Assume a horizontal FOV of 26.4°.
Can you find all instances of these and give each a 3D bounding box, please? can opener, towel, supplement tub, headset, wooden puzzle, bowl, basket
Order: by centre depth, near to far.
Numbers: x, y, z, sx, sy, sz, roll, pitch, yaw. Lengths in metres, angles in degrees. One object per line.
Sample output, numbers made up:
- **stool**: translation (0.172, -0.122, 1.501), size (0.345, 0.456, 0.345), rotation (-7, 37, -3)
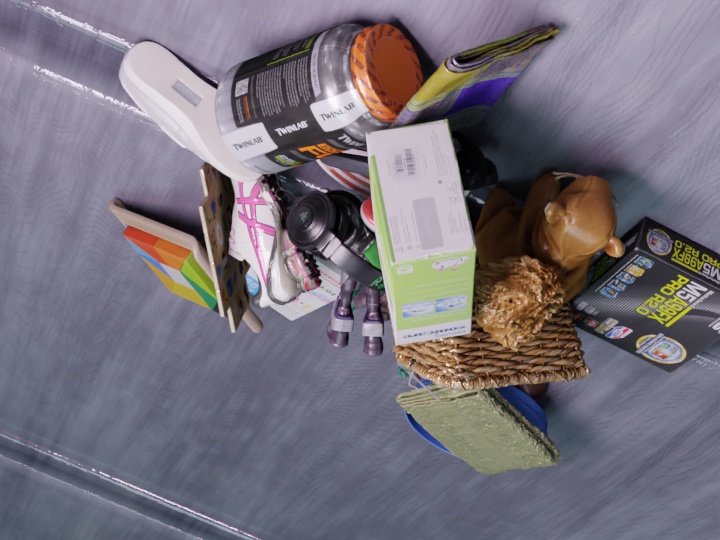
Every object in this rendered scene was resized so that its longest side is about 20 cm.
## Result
- **towel**: translation (0.099, -0.171, 1.495), size (0.023, 0.143, 0.200), rotation (60, 147, 10)
- **supplement tub**: translation (-0.042, -0.178, 1.567), size (0.199, 0.123, 0.123), rotation (-14, 135, 38)
- **can opener**: translation (0.046, -0.115, 1.634), size (0.199, 0.064, 0.079), rotation (8, 147, 20)
- **headset**: translation (-0.029, -0.065, 1.687), size (0.200, 0.094, 0.123), rotation (44, -165, 12)
- **basket**: translation (0.139, 0.079, 1.769), size (0.199, 0.150, 0.143), rotation (-4, 163, -32)
- **wooden puzzle**: translation (-0.231, -0.001, 1.988), size (0.200, 0.037, 0.185), rotation (27, 160, 42)
- **towel**: translation (0.156, 0.203, 2.002), size (0.148, 0.037, 0.200), rotation (-15, 133, 45)
- **bowl**: translation (0.159, 0.199, 2.068), size (0.199, 0.040, 0.201), rotation (16, 150, 9)

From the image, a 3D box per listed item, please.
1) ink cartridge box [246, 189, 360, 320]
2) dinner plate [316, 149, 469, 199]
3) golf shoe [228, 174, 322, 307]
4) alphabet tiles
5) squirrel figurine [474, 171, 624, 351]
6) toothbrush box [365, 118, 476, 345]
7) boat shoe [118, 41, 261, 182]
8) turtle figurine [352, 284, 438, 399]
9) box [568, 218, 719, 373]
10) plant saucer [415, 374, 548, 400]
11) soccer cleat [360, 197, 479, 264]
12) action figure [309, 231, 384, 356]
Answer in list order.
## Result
- **ink cartridge box**: translation (-0.067, -0.017, 1.901), size (0.115, 0.068, 0.200), rotation (34, 147, -21)
- **dinner plate**: translation (0.033, -0.135, 1.695), size (0.199, 0.024, 0.201), rotation (15, 149, 9)
- **golf shoe**: translation (-0.122, -0.055, 1.766), size (0.092, 0.201, 0.073), rotation (-25, 168, 11)
- **alphabet tiles**: translation (-0.158, -0.037, 1.794), size (0.006, 0.167, 0.201), rotation (-7, 110, 9)
- **squirrel figurine**: translation (0.199, -0.011, 1.613), size (0.141, 0.201, 0.187), rotation (35, 159, -11)
- **toothbrush box**: translation (0.060, -0.034, 1.521), size (0.086, 0.146, 0.200), rotation (-10, 156, -1)
- **boat shoe**: translation (-0.192, -0.170, 1.721), size (0.200, 0.072, 0.068), rotation (37, 155, -11)
- **turtle figurine**: translation (0.076, 0.074, 1.928), size (0.199, 0.101, 0.150), rotation (31, 144, 9)
- **box**: translation (0.340, 0.033, 1.749), size (0.160, 0.044, 0.200), rotation (27, 149, -8)
- **plant saucer**: translation (0.150, 0.137, 2.047), size (0.199, 0.035, 0.201), rotation (15, 150, 9)
- **soccer cleat**: translation (0.078, -0.036, 1.732), size (0.199, 0.069, 0.085), rotation (10, 145, -31)
- **action figure**: translation (0.000, 0.000, 1.807), size (0.129, 0.069, 0.201), rotation (9, 121, 3)
